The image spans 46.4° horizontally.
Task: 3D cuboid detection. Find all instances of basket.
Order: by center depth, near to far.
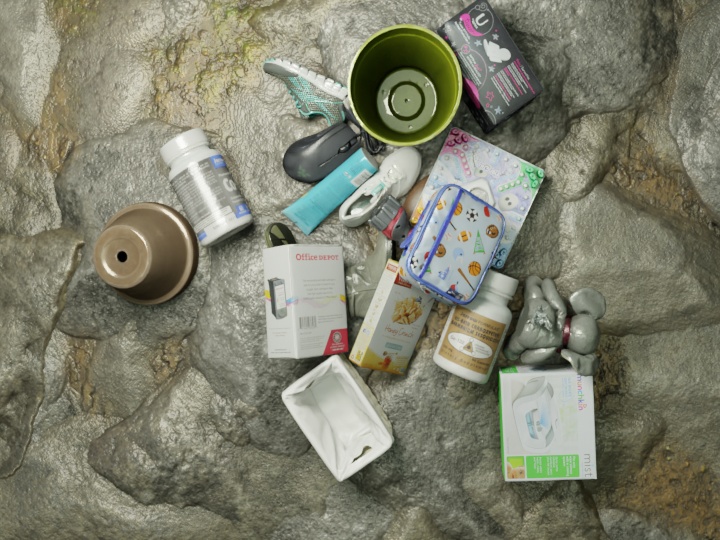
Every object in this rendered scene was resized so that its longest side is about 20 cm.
[{"bbox_3d":[-0.038,0.271,1.604,0.134,0.123,0.202,-35,89,6],"label":"basket"}]

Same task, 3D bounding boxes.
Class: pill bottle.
[{"bbox_3d":[0.221,0.098,1.580,0.112,0.114,0.204,21,94,3],"label":"pill bottle"},{"bbox_3d":[-0.297,-0.159,1.605,0.112,0.114,0.203,-27,91,5],"label":"pill bottle"}]

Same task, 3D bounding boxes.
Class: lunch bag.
[{"bbox_3d":[0.160,-0.043,1.507,0.158,0.075,0.203,30,78,-14],"label":"lunch bag"}]

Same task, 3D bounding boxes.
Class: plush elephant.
[{"bbox_3d":[0.368,0.107,1.538,0.152,0.200,0.168,18,87,-1],"label":"plush elephant"}]

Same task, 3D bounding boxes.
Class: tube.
[{"bbox_3d":[-0.055,-0.150,1.600,0.199,0.051,0.077,-39,120,16],"label":"tube"}]

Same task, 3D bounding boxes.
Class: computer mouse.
[{"bbox_3d":[-0.059,-0.228,1.591,0.197,0.053,0.139,-29,126,10],"label":"computer mouse"}]

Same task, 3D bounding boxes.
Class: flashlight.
[{"bbox_3d":[0.107,-0.054,1.557,0.199,0.068,0.068,39,103,-9],"label":"flashlight"}]

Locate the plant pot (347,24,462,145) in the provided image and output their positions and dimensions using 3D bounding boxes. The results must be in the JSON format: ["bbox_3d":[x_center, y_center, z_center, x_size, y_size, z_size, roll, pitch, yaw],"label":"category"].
[{"bbox_3d":[0.082,-0.322,1.527,0.195,0.193,0.206,0,94,4],"label":"plant pot"}]

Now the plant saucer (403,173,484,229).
[{"bbox_3d":[0.174,-0.093,1.612,0.195,0.037,0.206,0,94,5],"label":"plant saucer"}]

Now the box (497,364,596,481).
[{"bbox_3d":[0.351,0.285,1.591,0.172,0.097,0.205,-2,92,7],"label":"box"}]

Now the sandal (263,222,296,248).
[{"bbox_3d":[-0.143,0.007,1.631,0.057,0.079,0.205,-14,97,40],"label":"sandal"}]

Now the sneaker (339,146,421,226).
[{"bbox_3d":[0.040,-0.156,1.592,0.200,0.088,0.075,-44,88,5],"label":"sneaker"}]

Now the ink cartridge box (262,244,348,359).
[{"bbox_3d":[-0.101,0.058,1.560,0.084,0.146,0.205,-7,85,42],"label":"ink cartridge box"}]

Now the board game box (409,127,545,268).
[{"bbox_3d":[0.219,-0.136,1.576,0.197,0.026,0.203,25,95,3],"label":"board game box"}]

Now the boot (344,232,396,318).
[{"bbox_3d":[0.000,0.000,1.617,0.127,0.068,0.205,5,93,9],"label":"boot"}]

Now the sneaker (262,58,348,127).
[{"bbox_3d":[-0.105,-0.336,1.603,0.197,0.078,0.093,26,99,4],"label":"sneaker"}]

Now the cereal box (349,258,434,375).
[{"bbox_3d":[0.068,0.091,1.582,0.039,0.143,0.204,27,97,41],"label":"cereal box"}]

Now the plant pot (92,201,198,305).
[{"bbox_3d":[-0.422,-0.032,1.592,0.195,0.175,0.206,0,92,4],"label":"plant pot"}]

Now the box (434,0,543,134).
[{"bbox_3d":[0.230,-0.373,1.544,0.114,0.132,0.202,-32,91,2],"label":"box"}]
